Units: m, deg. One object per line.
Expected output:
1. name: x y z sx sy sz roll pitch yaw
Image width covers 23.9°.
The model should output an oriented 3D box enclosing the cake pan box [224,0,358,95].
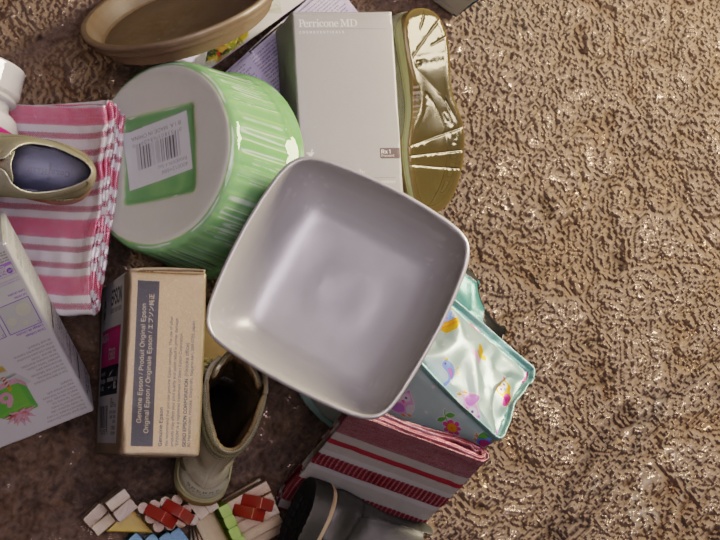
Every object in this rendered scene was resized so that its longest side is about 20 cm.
1. cake pan box: -0.040 -0.165 1.721 0.200 0.052 0.184 -44 100 -16

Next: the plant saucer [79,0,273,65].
1. plant saucer: -0.170 -0.247 1.627 0.199 0.200 0.030 -26 121 -18

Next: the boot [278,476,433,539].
1. boot: -0.025 0.313 1.645 0.138 0.078 0.201 21 105 -20

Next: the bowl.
1. bowl: -0.018 0.018 1.527 0.199 0.075 0.201 27 82 8

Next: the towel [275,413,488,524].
1. towel: 0.016 0.199 1.635 0.143 0.200 0.023 22 50 -13

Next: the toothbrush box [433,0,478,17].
1. toothbrush box: 0.104 -0.392 1.770 0.146 0.085 0.201 35 74 -11

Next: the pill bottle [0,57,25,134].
1. pill bottle: -0.383 -0.101 1.574 0.113 0.113 0.201 16 80 -15

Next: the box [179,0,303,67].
1. box: -0.106 -0.258 1.694 0.200 0.041 0.039 -37 107 -7

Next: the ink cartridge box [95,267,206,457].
1. ink cartridge box: -0.196 0.089 1.567 0.075 0.200 0.166 2 83 -15

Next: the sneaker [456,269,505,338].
1. sneaker: 0.068 0.014 1.733 0.080 0.071 0.200 -38 90 -37

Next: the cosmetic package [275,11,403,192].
1. cosmetic package: -0.021 -0.148 1.655 0.106 0.090 0.202 -4 89 -14

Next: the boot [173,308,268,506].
1. boot: -0.128 0.103 1.594 0.072 0.155 0.201 10 61 -12

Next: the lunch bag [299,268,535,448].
1. lunch bag: 0.039 0.094 1.647 0.200 0.170 0.122 41 49 -8

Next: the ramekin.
1. ramekin: -0.160 -0.098 1.591 0.097 0.199 0.202 17 77 -55

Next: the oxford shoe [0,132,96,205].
1. oxford shoe: -0.329 -0.096 1.492 0.198 0.074 0.071 0 87 -16

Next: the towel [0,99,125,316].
1. towel: -0.293 -0.059 1.592 0.030 0.145 0.202 17 77 -55

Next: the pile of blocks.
1. pile of blocks: -0.165 0.245 1.634 0.198 0.062 0.083 -1 85 -17

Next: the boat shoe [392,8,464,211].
1. boat shoe: 0.054 -0.157 1.702 0.073 0.063 0.202 -10 95 -35

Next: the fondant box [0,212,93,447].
1. fondant box: -0.345 0.065 1.532 0.143 0.058 0.201 -21 123 -1
